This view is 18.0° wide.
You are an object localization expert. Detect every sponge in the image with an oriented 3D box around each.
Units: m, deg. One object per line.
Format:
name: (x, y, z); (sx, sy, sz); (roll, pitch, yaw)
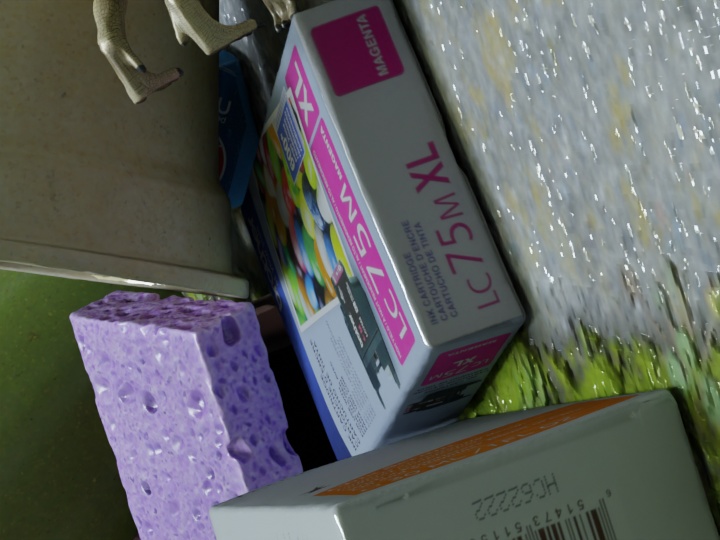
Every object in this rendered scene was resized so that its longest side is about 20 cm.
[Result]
sponge: (-0.051, 0.108, 0.895); (0.111, 0.030, 0.201); (2, 113, 56)

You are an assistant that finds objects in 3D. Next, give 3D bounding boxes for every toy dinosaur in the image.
toy dinosaur: (-0.075, -0.107, 0.700); (0.102, 0.058, 0.200); (61, -155, -2)

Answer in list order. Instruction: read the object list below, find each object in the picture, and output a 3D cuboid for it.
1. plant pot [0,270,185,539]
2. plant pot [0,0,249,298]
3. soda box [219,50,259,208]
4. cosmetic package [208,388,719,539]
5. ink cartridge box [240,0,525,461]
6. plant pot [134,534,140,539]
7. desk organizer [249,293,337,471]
plant pot: (-0.154, 0.068, 1.040); (0.200, 0.190, 0.200); (43, 177, 3)
plant pot: (-0.128, -0.094, 0.837); (0.200, 0.199, 0.185); (179, 99, -75)
soda box: (-0.105, -0.076, 1.028); (0.200, 0.067, 0.065); (-139, 32, -64)
cosmetic package: (0.026, 0.087, 0.676); (0.200, 0.101, 0.072); (155, 97, -75)
ink cartridge box: (0.000, 0.000, 0.792); (0.200, 0.042, 0.120); (109, 141, -70)
plant pot: (-0.093, 0.221, 1.140); (0.179, 0.199, 0.201); (-15, 94, 60)
desk organizer: (-0.027, 0.120, 0.972); (0.077, 0.071, 0.201); (14, 123, 67)
